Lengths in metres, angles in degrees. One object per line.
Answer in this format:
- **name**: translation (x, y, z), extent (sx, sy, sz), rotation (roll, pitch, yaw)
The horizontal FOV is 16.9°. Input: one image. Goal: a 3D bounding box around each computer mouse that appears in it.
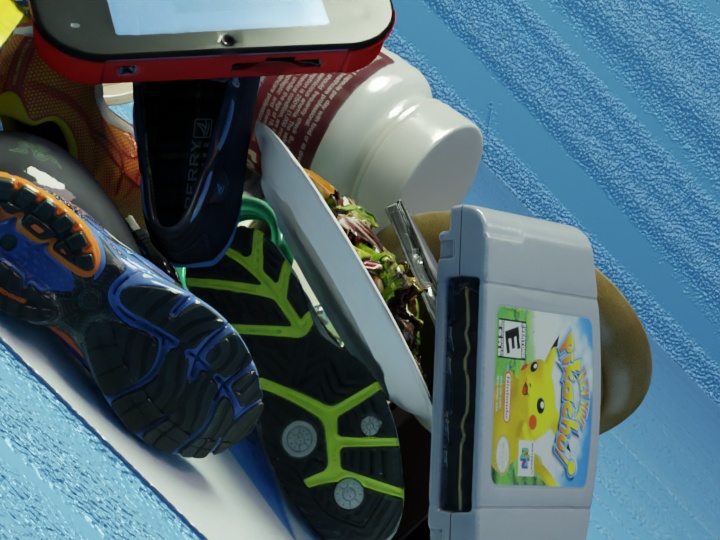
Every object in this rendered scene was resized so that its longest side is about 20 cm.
- **computer mouse**: translation (-0.147, -0.022, 1.310), extent (0.200, 0.053, 0.139), rotation (38, 14, -44)

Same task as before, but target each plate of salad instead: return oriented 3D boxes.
- **plate of salad**: translation (0.000, 0.000, 1.350), extent (0.201, 0.048, 0.200), rotation (59, -7, 12)

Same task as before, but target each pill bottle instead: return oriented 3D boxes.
- **pill bottle**: translation (-0.026, -0.102, 1.567), extent (0.200, 0.114, 0.114), rotation (35, 4, 24)

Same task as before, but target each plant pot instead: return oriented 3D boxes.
- **plant pot**: translation (0.084, 0.045, 1.517), extent (0.200, 0.200, 0.028), rotation (44, 49, -18)

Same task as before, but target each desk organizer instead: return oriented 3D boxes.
- **desk organizer**: translation (0.073, 0.149, 1.523), extent (0.200, 0.072, 0.077), rotation (34, 18, -52)

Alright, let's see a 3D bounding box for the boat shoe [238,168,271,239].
- **boat shoe**: translation (-0.089, -0.036, 1.604), extent (0.068, 0.075, 0.200), rotation (28, 11, 2)

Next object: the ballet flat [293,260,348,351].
- **ballet flat**: translation (-0.041, 0.020, 1.537), extent (0.074, 0.074, 0.200), rotation (45, 1, -10)

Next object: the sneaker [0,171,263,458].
- **sneaker**: translation (-0.124, 0.014, 1.209), extent (0.200, 0.075, 0.078), rotation (45, 6, -20)

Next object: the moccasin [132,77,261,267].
- **moccasin**: translation (-0.089, -0.104, 1.348), extent (0.068, 0.080, 0.201), rotation (48, 36, -73)

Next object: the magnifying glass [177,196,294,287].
- **magnifying glass**: translation (-0.107, -0.032, 1.504), extent (0.022, 0.080, 0.200), rotation (45, -2, -42)

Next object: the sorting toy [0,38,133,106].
- **sorting toy**: translation (-0.225, -0.181, 1.516), extent (0.180, 0.107, 0.200), rotation (28, -12, 49)

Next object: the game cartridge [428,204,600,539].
- **game cartridge**: translation (0.087, 0.070, 1.329), extent (0.133, 0.040, 0.201), rotation (8, 83, -59)

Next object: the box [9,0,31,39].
- **box**: translation (-0.135, -0.208, 1.420), extent (0.064, 0.201, 0.070), rotation (6, -32, 42)

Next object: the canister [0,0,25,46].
- **canister**: translation (-0.275, -0.165, 1.236), extent (0.200, 0.087, 0.149), rotation (43, 10, -11)

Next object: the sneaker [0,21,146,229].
- **sneaker**: translation (-0.168, -0.067, 1.403), extent (0.073, 0.077, 0.200), rotation (13, -21, 25)

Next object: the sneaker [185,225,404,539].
- **sneaker**: translation (-0.028, 0.067, 1.366), extent (0.201, 0.075, 0.076), rotation (64, 0, 19)

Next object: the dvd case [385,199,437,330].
- **dvd case**: translation (0.074, 0.071, 1.431), extent (0.201, 0.016, 0.149), rotation (62, 3, -35)

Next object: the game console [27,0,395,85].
- **game console**: translation (-0.091, -0.177, 1.331), extent (0.031, 0.199, 0.178), rotation (110, -29, -52)
